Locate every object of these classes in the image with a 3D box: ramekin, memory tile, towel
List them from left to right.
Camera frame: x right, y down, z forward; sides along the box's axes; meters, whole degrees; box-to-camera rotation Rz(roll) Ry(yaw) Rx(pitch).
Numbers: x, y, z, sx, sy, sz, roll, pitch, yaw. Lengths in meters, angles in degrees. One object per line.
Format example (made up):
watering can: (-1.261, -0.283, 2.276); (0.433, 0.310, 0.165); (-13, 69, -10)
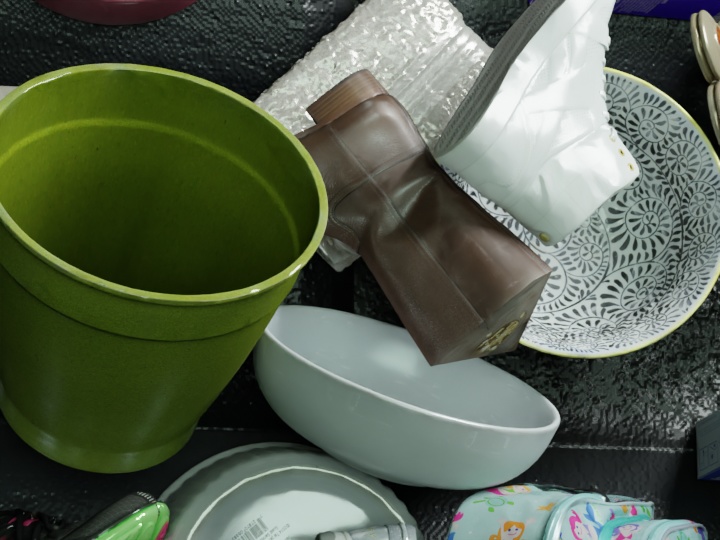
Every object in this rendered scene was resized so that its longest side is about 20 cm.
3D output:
ramekin: (-0.047, 0.204, 1.138); (0.200, 0.105, 0.200); (2, 79, -13)
towel: (0.012, -0.107, 1.249); (0.133, 0.034, 0.200); (45, 73, -2)
memory tile: (0.271, -0.078, 1.256); (0.017, 0.153, 0.200); (-15, 83, 22)

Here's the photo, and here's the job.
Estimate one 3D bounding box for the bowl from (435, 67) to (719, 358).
bowl: (0.139, -0.029, 1.227); (0.201, 0.094, 0.201); (2, 75, -6)

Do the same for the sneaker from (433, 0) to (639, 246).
sneaker: (0.137, -0.106, 1.169); (0.116, 0.074, 0.200); (41, 62, -14)

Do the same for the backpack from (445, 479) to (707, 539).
backpack: (0.126, 0.217, 1.108); (0.200, 0.151, 0.178); (18, 73, -56)

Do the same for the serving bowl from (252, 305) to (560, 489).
serving bowl: (0.021, 0.088, 1.143); (0.200, 0.200, 0.066); (18, 100, -10)

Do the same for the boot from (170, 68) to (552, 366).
boot: (0.000, 0.000, 1.153); (0.186, 0.064, 0.200); (-42, 76, 10)

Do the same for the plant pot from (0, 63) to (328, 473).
plant pot: (-0.142, 0.013, 1.089); (0.200, 0.193, 0.200); (12, 41, -11)

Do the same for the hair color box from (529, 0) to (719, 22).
hair color box: (0.223, -0.241, 1.310); (0.200, 0.065, 0.109); (4, 78, -11)

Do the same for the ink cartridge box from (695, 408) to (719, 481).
ink cartridge box: (0.301, 0.100, 1.190); (0.094, 0.200, 0.044); (6, 71, -12)

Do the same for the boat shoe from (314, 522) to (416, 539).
boat shoe: (0.017, 0.248, 1.054); (0.065, 0.074, 0.202); (-8, 75, -11)

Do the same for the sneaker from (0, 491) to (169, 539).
sneaker: (-0.209, 0.173, 1.092); (0.200, 0.077, 0.084); (-24, 72, 11)

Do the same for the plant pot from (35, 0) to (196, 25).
plant pot: (-0.151, -0.280, 1.168); (0.200, 0.179, 0.200); (3, 78, -13)

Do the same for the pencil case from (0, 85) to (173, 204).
pencil case: (-0.203, -0.074, 1.167); (0.200, 0.078, 0.089); (1, 59, -13)
